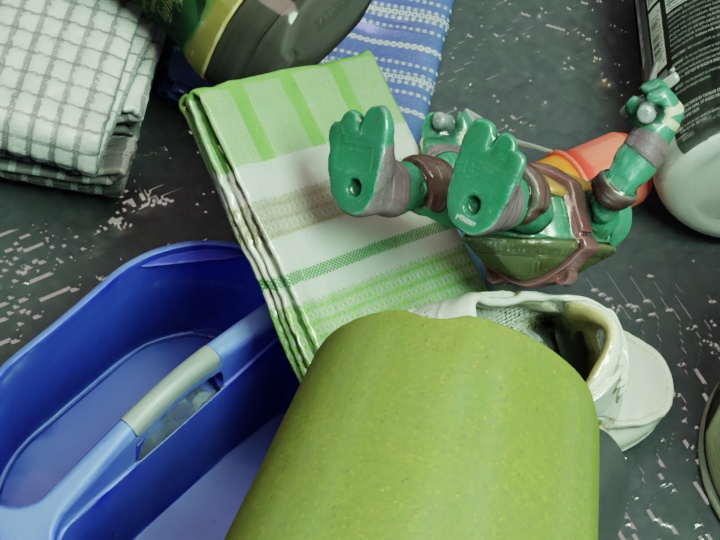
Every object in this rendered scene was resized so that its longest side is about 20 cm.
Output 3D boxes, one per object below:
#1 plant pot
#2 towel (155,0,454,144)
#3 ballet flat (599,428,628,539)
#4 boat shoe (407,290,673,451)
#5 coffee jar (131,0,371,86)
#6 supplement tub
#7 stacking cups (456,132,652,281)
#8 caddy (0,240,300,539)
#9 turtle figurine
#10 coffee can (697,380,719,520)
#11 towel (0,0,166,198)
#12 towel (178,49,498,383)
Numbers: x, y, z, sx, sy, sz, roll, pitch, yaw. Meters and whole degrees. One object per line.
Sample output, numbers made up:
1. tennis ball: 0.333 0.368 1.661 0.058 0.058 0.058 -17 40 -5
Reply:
1. plant pot: 0.018 0.123 0.878 0.199 0.200 0.191 14 56 2
2. towel: -0.020 -0.156 1.232 0.144 0.024 0.201 14 59 0
3. ballet flat: 0.049 0.150 0.992 0.073 0.073 0.200 40 88 16
4. boat shoe: 0.095 0.045 1.047 0.199 0.069 0.071 7 60 -49
5. coffee jar: -0.089 -0.173 1.108 0.200 0.085 0.104 40 54 6
6. supplement tub: 0.205 -0.128 1.184 0.122 0.123 0.201 2 59 -5
7. stacking cups: 0.059 -0.013 1.142 0.199 0.061 0.061 -21 64 -22
8. caddy: -0.089 0.075 1.038 0.141 0.105 0.200 41 63 15
9. turtle figurine: 0.080 -0.041 1.031 0.149 0.200 0.101 -12 84 34
10. coffee can: 0.248 0.047 1.041 0.145 0.200 0.147 3 59 -5
11. towel: -0.181 -0.133 1.167 0.164 0.086 0.201 12 58 -2
12. towel: 0.000 0.000 1.046 0.149 0.031 0.201 -17 81 -54
